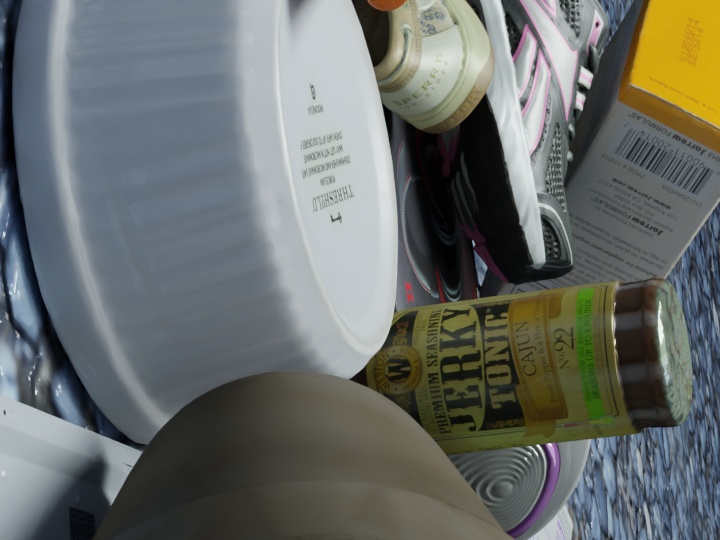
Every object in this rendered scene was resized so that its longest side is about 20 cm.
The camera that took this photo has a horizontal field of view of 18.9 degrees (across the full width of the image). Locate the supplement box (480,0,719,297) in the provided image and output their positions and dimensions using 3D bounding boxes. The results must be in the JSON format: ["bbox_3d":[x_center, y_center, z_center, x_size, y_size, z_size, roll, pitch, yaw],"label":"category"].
[{"bbox_3d":[0.135,-0.044,1.129,0.200,0.073,0.126,-61,-174,41],"label":"supplement box"}]

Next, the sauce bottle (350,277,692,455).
[{"bbox_3d":[0.035,0.046,0.895,0.065,0.199,0.065,-9,90,-73],"label":"sauce bottle"}]

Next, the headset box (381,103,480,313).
[{"bbox_3d":[0.000,0.000,1.030,0.200,0.075,0.150,-4,86,-75],"label":"headset box"}]

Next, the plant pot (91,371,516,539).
[{"bbox_3d":[-0.020,0.124,0.709,0.174,0.199,0.201,-97,171,-62],"label":"plant pot"}]

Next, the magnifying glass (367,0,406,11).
[{"bbox_3d":[-0.010,-0.142,0.878,0.200,0.022,0.080,-121,-172,-66],"label":"magnifying glass"}]

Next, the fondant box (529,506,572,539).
[{"bbox_3d":[0.059,0.181,1.142,0.145,0.058,0.201,65,30,-47],"label":"fondant box"}]

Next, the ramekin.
[{"bbox_3d":[-0.050,-0.040,0.829,0.202,0.094,0.204,-9,90,-76],"label":"ramekin"}]

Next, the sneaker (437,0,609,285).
[{"bbox_3d":[0.084,-0.096,1.031,0.080,0.086,0.201,-177,-104,-72],"label":"sneaker"}]

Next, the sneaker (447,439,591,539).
[{"bbox_3d":[0.035,0.110,0.984,0.075,0.200,0.100,34,16,-4],"label":"sneaker"}]

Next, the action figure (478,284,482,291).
[{"bbox_3d":[0.053,0.006,1.244,0.130,0.069,0.201,27,59,-78],"label":"action figure"}]

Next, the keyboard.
[{"bbox_3d":[-0.099,0.083,0.754,0.200,0.011,0.057,39,50,-68],"label":"keyboard"}]

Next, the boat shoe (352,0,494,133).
[{"bbox_3d":[-0.008,-0.145,0.997,0.063,0.073,0.200,22,23,-46],"label":"boat shoe"}]
